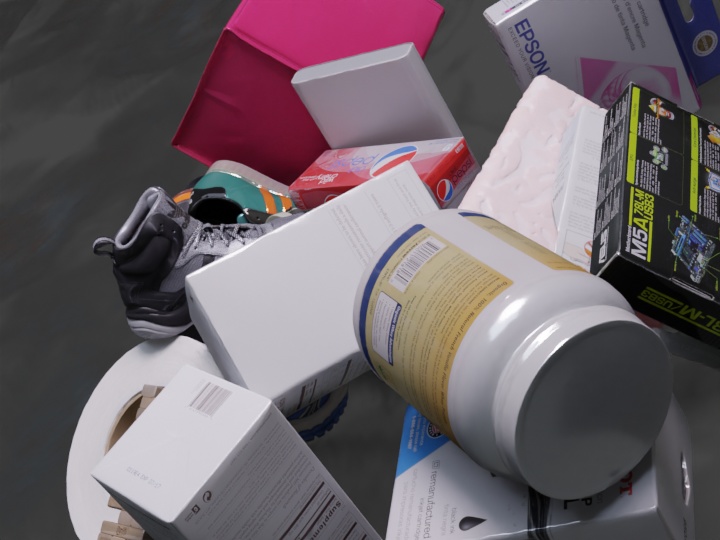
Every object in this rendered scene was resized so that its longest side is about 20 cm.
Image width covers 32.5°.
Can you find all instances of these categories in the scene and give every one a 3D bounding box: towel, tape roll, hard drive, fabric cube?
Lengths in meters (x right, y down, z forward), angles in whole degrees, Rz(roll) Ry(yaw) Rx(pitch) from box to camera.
[{"bbox_3d":[0.189,-0.049,1.033,0.200,0.191,0.032,-59,-3,-31],"label":"towel"},{"bbox_3d":[-0.162,0.161,1.065,0.202,0.071,0.203,-19,58,33],"label":"tape roll"},{"bbox_3d":[0.035,-0.123,1.201,0.132,0.200,0.027,-7,42,33],"label":"hard drive"},{"bbox_3d":[-0.056,-0.209,1.325,0.200,0.196,0.200,-52,11,49],"label":"fabric cube"}]

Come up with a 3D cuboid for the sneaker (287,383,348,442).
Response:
[{"bbox_3d":[-0.032,0.057,1.137,0.077,0.085,0.200,-8,41,33],"label":"sneaker"}]

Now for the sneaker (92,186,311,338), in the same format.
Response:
[{"bbox_3d":[-0.127,-0.026,1.054,0.199,0.114,0.076,-25,29,3],"label":"sneaker"}]

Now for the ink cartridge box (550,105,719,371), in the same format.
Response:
[{"bbox_3d":[0.228,-0.021,0.985,0.160,0.047,0.201,19,61,-4],"label":"ink cartridge box"}]

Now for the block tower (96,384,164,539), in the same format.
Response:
[{"bbox_3d":[-0.162,0.193,0.962,0.058,0.054,0.201,1,71,41],"label":"block tower"}]

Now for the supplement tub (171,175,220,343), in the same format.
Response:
[{"bbox_3d":[-0.170,-0.017,1.324,0.107,0.107,0.200,-20,37,19],"label":"supplement tub"}]

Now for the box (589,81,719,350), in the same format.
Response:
[{"bbox_3d":[0.267,-0.029,0.917,0.048,0.193,0.200,121,169,-46],"label":"box"}]

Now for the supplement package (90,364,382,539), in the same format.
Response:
[{"bbox_3d":[-0.082,0.184,0.918,0.114,0.200,0.110,16,58,47],"label":"supplement package"}]

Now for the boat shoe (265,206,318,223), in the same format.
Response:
[{"bbox_3d":[0.000,0.000,1.112,0.060,0.072,0.201,-22,47,-41],"label":"boat shoe"}]

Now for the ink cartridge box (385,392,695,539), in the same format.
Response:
[{"bbox_3d":[0.129,0.154,0.886,0.199,0.084,0.145,-16,38,24],"label":"ink cartridge box"}]

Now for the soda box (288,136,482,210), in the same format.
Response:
[{"bbox_3d":[0.023,-0.074,1.147,0.200,0.064,0.070,1,40,50],"label":"soda box"}]

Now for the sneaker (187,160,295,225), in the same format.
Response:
[{"bbox_3d":[-0.082,-0.045,1.263,0.199,0.072,0.080,19,47,12],"label":"sneaker"}]

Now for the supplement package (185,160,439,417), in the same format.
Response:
[{"bbox_3d":[-0.024,0.023,0.976,0.200,0.117,0.117,-28,-12,-13],"label":"supplement package"}]

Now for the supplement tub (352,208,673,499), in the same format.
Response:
[{"bbox_3d":[0.098,0.052,0.832,0.144,0.145,0.200,-40,34,-9],"label":"supplement tub"}]

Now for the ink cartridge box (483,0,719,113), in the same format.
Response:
[{"bbox_3d":[0.240,-0.206,1.140,0.200,0.197,0.043,-30,36,6],"label":"ink cartridge box"}]
